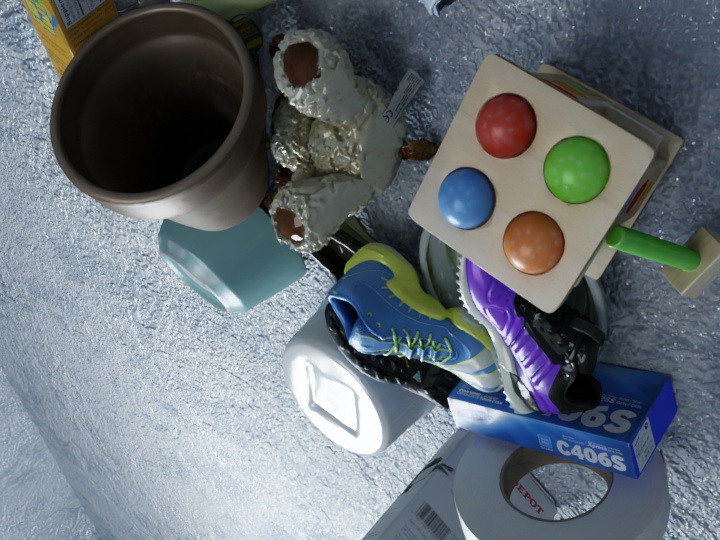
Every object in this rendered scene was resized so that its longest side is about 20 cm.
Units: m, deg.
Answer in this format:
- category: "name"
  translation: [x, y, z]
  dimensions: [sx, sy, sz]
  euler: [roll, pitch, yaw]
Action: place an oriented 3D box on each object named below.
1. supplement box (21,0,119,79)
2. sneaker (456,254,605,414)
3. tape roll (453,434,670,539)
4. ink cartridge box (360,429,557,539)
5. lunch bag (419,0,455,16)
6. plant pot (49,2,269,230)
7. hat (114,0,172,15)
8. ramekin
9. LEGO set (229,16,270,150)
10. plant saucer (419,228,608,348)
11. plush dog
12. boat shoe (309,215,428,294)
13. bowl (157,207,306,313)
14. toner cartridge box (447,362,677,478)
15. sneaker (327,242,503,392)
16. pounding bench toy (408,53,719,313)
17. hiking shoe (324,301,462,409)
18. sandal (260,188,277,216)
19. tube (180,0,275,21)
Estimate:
- category: "supplement box"
  translation: [-0.270, -0.244, 0.704]
  dimensions: [0.066, 0.069, 0.201]
  euler: [37, 156, 17]
- category: "sneaker"
  translation: [0.156, 0.043, 0.638]
  dimensions: [0.098, 0.070, 0.202]
  euler: [2, 130, 44]
- category: "tape roll"
  translation: [0.188, 0.207, 0.716]
  dimensions: [0.201, 0.202, 0.038]
  euler: [11, 129, 42]
- category: "ink cartridge box"
  translation: [0.115, 0.302, 0.884]
  dimensions: [0.146, 0.199, 0.084]
  euler: [48, 148, 4]
- category: "lunch bag"
  translation: [0.056, -0.282, 0.496]
  dimensions: [0.171, 0.127, 0.199]
  euler: [58, 151, -7]
- category: "plant pot"
  translation: [-0.170, -0.123, 0.736]
  dimensions: [0.199, 0.201, 0.175]
  euler: [35, 171, 20]
- category: "hat"
  translation: [-0.311, -0.360, 0.870]
  dimensions: [0.199, 0.081, 0.203]
  euler: [28, 138, 29]
- category: "ramekin"
  translation: [-0.007, 0.135, 0.958]
  dimensions: [0.199, 0.097, 0.203]
  euler: [29, 140, 28]
- category: "LEGO set"
  translation: [-0.188, -0.195, 0.848]
  dimensions: [0.153, 0.116, 0.202]
  euler: [35, 142, 21]
- category: "plant saucer"
  translation: [0.147, 0.008, 0.713]
  dimensions: [0.198, 0.050, 0.202]
  euler: [29, 139, 28]
- category: "plush dog"
  translation: [-0.032, -0.137, 0.739]
  dimensions: [0.171, 0.158, 0.203]
  euler: [34, 127, 50]
- category: "boat shoe"
  translation: [0.000, 0.000, 0.834]
  dimensions: [0.199, 0.065, 0.073]
  euler: [40, 139, -6]
- category: "bowl"
  translation: [-0.174, -0.023, 0.942]
  dimensions: [0.199, 0.106, 0.201]
  euler: [35, 163, 12]
- category: "toner cartridge box"
  translation: [0.191, 0.130, 0.734]
  dimensions: [0.198, 0.095, 0.044]
  euler: [6, 125, 45]
- category: "sneaker"
  translation: [0.047, 0.066, 0.743]
  dimensions: [0.200, 0.105, 0.076]
  euler: [41, 147, 17]
- category: "pounding bench toy"
  translation: [0.160, -0.045, 0.526]
  dimensions: [0.199, 0.155, 0.126]
  euler: [36, 116, 19]
- category: "hiking shoe"
  translation: [0.040, 0.095, 0.840]
  dimensions: [0.199, 0.075, 0.087]
  euler: [35, 173, -9]
- category: "sandal"
  translation: [-0.091, -0.070, 0.906]
  dimensions: [0.199, 0.054, 0.081]
  euler: [-17, 108, 53]
- category: "tube"
  translation: [-0.127, -0.266, 0.729]
  dimensions: [0.197, 0.058, 0.053]
  euler: [-13, 90, 32]
